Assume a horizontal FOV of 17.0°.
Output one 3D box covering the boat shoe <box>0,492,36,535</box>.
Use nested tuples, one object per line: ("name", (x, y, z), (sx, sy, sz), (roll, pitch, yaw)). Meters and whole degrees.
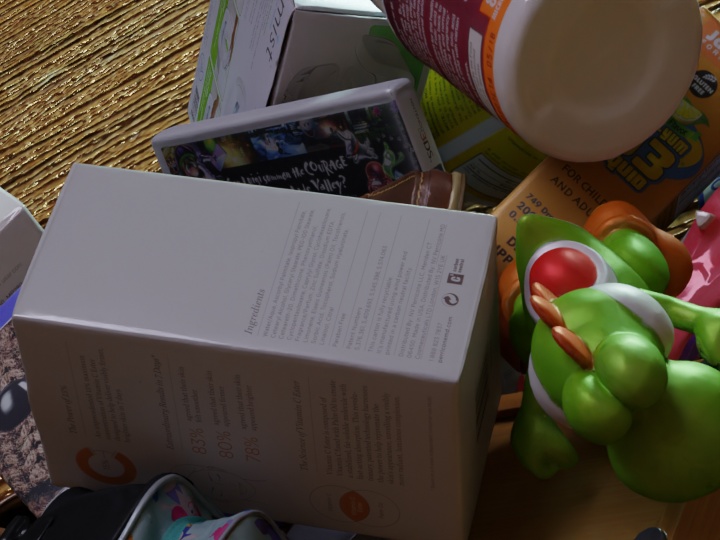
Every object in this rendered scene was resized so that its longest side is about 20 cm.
("boat shoe", (-0.133, 0.136, 1.379), (0.199, 0.074, 0.076), (-25, 30, 24))

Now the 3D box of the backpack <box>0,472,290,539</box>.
("backpack", (-0.077, 0.207, 1.067), (0.150, 0.201, 0.178), (-6, 39, 39))

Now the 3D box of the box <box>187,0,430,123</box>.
("box", (-0.035, -0.121, 1.447), (0.096, 0.201, 0.177), (2, 38, -18))

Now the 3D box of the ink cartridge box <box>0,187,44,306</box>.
("ink cartridge box", (-0.198, 0.041, 1.465), (0.084, 0.200, 0.145), (-43, 28, -11))

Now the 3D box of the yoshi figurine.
("yoshi figurine", (0.118, 0.044, 1.050), (0.111, 0.113, 0.200), (7, 17, -1))

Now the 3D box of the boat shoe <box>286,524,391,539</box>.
("boat shoe", (-0.006, 0.154, 1.216), (0.200, 0.057, 0.069), (-46, 26, -16))

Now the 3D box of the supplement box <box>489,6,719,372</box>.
("supplement box", (0.130, -0.042, 1.250), (0.200, 0.067, 0.069), (-45, -13, -9))

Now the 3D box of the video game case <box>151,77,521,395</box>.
("video game case", (-0.016, -0.007, 1.349), (0.199, 0.183, 0.023), (-7, 20, 45))

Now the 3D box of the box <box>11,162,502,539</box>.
("box", (-0.042, 0.038, 1.083), (0.198, 0.125, 0.098), (8, 50, 10))

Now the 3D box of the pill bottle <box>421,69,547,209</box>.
("pill bottle", (0.097, -0.105, 1.408), (0.200, 0.112, 0.113), (-29, 23, 52))

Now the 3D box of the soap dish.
("soap dish", (0.107, 0.119, 1.107), (0.199, 0.081, 0.158), (-14, 36, 40))

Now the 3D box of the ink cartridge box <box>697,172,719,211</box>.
("ink cartridge box", (0.273, -0.106, 1.300), (0.199, 0.047, 0.198), (-31, 28, 23))

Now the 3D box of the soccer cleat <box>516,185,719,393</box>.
("soccer cleat", (0.160, 0.029, 1.219), (0.200, 0.076, 0.067), (-48, 53, 15))

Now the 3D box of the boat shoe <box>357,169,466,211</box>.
("boat shoe", (0.000, 0.000, 1.225), (0.200, 0.067, 0.072), (132, 153, -64))

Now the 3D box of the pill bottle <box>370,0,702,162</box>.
("pill bottle", (0.078, -0.143, 1.235), (0.114, 0.114, 0.200), (-40, 35, -5))

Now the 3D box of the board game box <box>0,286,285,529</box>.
("board game box", (-0.116, 0.073, 1.288), (0.159, 0.097, 0.200), (-46, 37, -7))
